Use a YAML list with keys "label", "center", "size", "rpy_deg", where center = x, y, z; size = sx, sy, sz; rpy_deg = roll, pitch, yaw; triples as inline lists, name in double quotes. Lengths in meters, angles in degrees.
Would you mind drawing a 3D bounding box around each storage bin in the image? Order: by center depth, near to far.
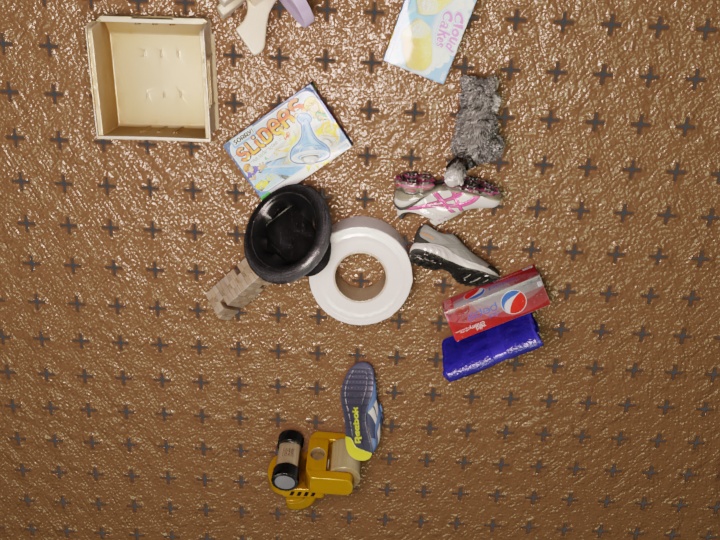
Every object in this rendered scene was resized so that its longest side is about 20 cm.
- label: "storage bin"
  center: [-0.355, -0.335, 1.249]
  size: [0.198, 0.094, 0.200]
  rpy_deg: [2, 112, 1]

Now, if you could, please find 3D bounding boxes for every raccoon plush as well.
- label: "raccoon plush"
  center: [0.196, -0.247, 1.225]
  size: [0.096, 0.201, 0.135]
  rpy_deg: [2, 126, 15]

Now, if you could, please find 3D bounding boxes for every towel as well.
- label: "towel"
  center: [0.249, 0.140, 1.393]
  size: [0.199, 0.148, 0.050]
  rpy_deg: [-25, 101, 11]

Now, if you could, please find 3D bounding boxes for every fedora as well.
- label: "fedora"
  center: [-0.116, -0.054, 1.297]
  size: [0.200, 0.202, 0.092]
  rpy_deg: [-32, 144, 13]

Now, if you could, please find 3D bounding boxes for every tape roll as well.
- label: "tape roll"
  center: [0.000, 0.000, 1.384]
  size: [0.200, 0.071, 0.204]
  rpy_deg: [1, 112, 2]

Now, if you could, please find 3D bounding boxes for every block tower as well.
- label: "block tower"
  center: [-0.214, 0.014, 1.393]
  size: [0.200, 0.054, 0.058]
  rpy_deg: [-42, 66, 15]

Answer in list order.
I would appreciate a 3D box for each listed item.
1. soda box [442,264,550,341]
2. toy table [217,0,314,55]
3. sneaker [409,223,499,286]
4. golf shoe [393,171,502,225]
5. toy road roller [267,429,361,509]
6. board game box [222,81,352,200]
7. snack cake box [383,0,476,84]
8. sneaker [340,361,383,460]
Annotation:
- label: "soda box"
  center: [0.264, 0.064, 1.406]
  size: [0.198, 0.063, 0.070]
  rpy_deg: [-22, 108, 10]
- label: "toy table"
  center: [-0.180, -0.458, 1.162]
  size: [0.117, 0.184, 0.201]
  rpy_deg: [-37, 95, -2]
- label: "sneaker"
  center: [0.186, -0.028, 1.368]
  size: [0.199, 0.080, 0.074]
  rpy_deg: [24, 150, -23]
- label: "golf shoe"
  center: [0.161, -0.130, 1.332]
  size: [0.198, 0.073, 0.093]
  rpy_deg: [5, 118, 10]
- label: "toy road roller"
  center: [-0.098, 0.435, 1.536]
  size: [0.198, 0.123, 0.147]
  rpy_deg: [3, 126, 1]
- label: "board game box"
  center: [-0.132, -0.232, 1.315]
  size: [0.199, 0.035, 0.136]
  rpy_deg: [-32, 107, 13]
- label: "snack cake box"
  center: [0.125, -0.434, 1.212]
  size: [0.114, 0.067, 0.201]
  rpy_deg: [19, 111, -5]
- label: "sneaker"
  center: [0.007, 0.289, 1.502]
  size: [0.073, 0.082, 0.202]
  rpy_deg: [3, 95, 25]
